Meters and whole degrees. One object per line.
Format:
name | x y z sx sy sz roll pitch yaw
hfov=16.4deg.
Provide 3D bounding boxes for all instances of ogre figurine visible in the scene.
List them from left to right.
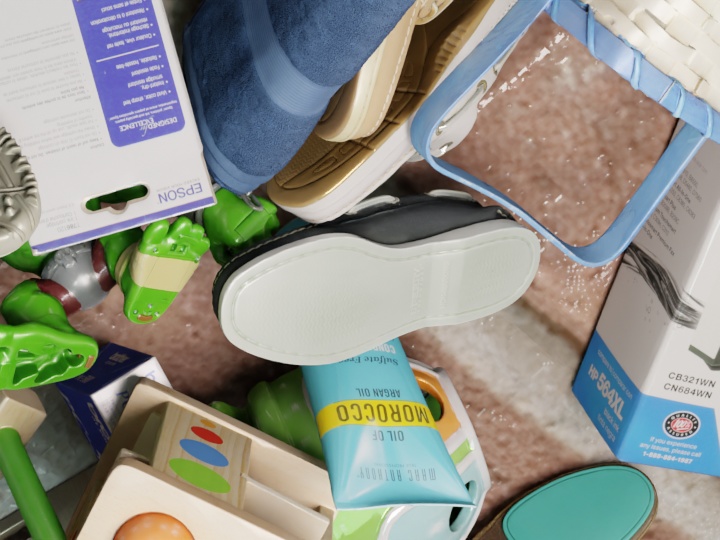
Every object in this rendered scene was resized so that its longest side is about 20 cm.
ogre figurine | -0.156 -0.009 1.294 0.200 0.120 0.098 -42 140 4

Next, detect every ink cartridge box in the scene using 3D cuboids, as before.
ink cartridge box | -0.145 -0.115 1.245 0.099 0.039 0.201 -15 90 -8
ink cartridge box | -0.095 0.138 1.378 0.044 0.094 0.201 -31 103 -15
ink cartridge box | 0.230 0.015 1.449 0.145 0.084 0.201 10 115 -20

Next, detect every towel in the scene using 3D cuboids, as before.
towel | -0.029 -0.132 1.220 0.048 0.112 0.200 10 142 -30

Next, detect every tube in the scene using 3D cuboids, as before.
tube | -0.002 0.054 1.333 0.077 0.200 0.051 -2 134 -19

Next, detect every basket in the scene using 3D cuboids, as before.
basket | 0.137 -0.106 1.286 0.200 0.139 0.176 -52 138 6

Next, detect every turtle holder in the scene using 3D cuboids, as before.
turtle holder | 0.007 0.129 1.414 0.131 0.141 0.186 -24 120 -4

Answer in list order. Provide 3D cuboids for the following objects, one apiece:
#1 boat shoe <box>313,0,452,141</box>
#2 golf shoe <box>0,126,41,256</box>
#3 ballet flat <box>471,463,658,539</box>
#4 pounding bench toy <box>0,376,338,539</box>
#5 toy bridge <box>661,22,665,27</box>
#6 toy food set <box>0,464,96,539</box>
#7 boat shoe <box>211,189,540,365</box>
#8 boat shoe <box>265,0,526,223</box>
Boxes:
boat shoe | 0.024 -0.155 1.262 0.064 0.071 0.201 20 77 -29
golf shoe | -0.226 -0.035 1.248 0.078 0.199 0.097 -47 140 -27
ballet flat | 0.092 0.187 1.507 0.200 0.068 0.072 -34 158 -21
pounding bench toy | -0.119 0.138 1.245 0.199 0.156 0.125 26 103 -6
toy bridge | 0.115 -0.202 1.331 0.067 0.027 0.200 -37 122 6
toy food set | -0.157 0.224 1.475 0.143 0.060 0.200 -30 113 2
boat shoe | 0.000 0.000 1.308 0.199 0.060 0.076 -4 119 -37
boat shoe | 0.030 -0.087 1.308 0.200 0.071 0.069 -48 135 -23
